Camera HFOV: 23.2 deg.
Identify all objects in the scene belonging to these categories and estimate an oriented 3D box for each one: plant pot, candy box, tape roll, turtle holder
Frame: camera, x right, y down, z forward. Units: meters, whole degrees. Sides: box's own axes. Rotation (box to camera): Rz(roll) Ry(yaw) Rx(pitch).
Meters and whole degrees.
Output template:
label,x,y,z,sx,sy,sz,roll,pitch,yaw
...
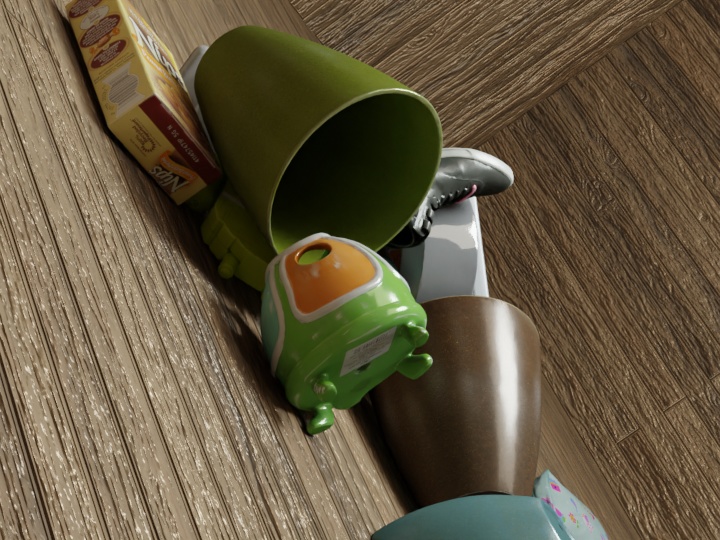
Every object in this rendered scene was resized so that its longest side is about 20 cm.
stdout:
label,x,y,z,sx,sy,sz,roll,pitch,yaw
plant pot,0.120,0.264,1.447,0.201,0.134,0.200,54,7,-10
plant pot,0.103,0.161,1.722,0.187,0.186,0.201,48,24,-43
candy box,-0.197,-0.164,1.582,0.116,0.055,0.201,52,9,-43
tape roll,0.047,-0.005,1.835,0.065,0.202,0.201,9,31,-24
plant pot,-0.058,-0.131,1.568,0.200,0.187,0.187,45,0,37
turtle holder,-0.016,0.048,1.496,0.132,0.140,0.185,56,8,19

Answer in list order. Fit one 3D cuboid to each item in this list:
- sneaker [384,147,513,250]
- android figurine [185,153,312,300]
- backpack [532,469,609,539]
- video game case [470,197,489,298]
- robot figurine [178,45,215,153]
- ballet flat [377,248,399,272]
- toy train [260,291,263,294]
label,x,y,z,sx,sy,sz,roll,pitch,yaw
sneaker,0.067,-0.066,1.714,0.198,0.071,0.100,4,63,-29
android figurine,-0.078,-0.039,1.613,0.181,0.041,0.201,31,34,-8
backpack,0.189,0.297,1.795,0.200,0.126,0.168,46,14,-35
video game case,0.089,0.008,1.903,0.182,0.022,0.202,146,-60,-65
robot figurine,-0.101,-0.142,1.772,0.199,0.113,0.170,36,-3,-2
ballet flat,0.000,0.000,1.783,0.071,0.070,0.201,50,14,-36
toy train,-0.044,0.038,1.691,0.151,0.055,0.200,59,8,28
